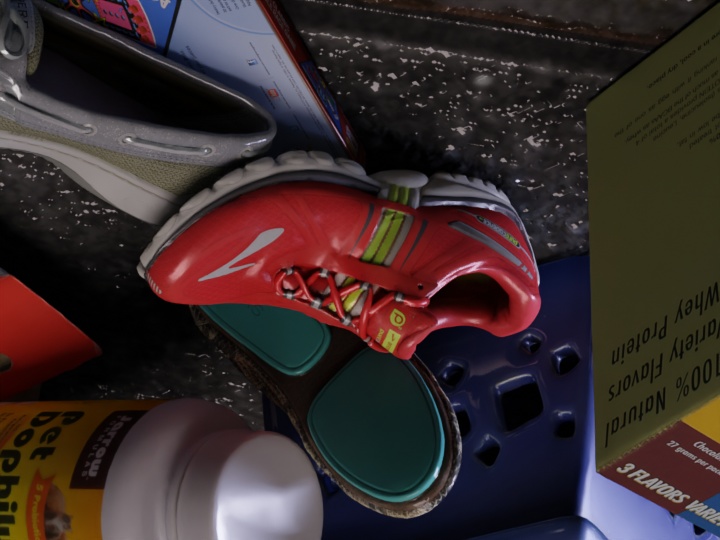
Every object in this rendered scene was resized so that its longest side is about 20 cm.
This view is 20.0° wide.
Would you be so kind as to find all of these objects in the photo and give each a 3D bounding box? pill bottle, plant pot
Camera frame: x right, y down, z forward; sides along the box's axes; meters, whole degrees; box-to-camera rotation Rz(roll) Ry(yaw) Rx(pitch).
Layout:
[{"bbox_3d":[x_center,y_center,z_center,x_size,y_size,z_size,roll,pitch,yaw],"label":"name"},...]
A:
[{"bbox_3d":[-0.117,0.117,0.988,0.199,0.110,0.109,-4,144,40],"label":"pill bottle"},{"bbox_3d":[0.073,0.137,1.037,0.199,0.180,0.200,-18,135,24],"label":"plant pot"}]

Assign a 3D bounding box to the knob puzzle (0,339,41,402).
[{"bbox_3d":[-0.258,0.056,1.082,0.218,0.031,0.220,3,140,2],"label":"knob puzzle"}]

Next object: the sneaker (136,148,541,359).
[{"bbox_3d":[0.000,0.000,0.910,0.199,0.085,0.077,-2,144,-31],"label":"sneaker"}]

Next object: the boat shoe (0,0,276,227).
[{"bbox_3d":[-0.126,-0.084,0.846,0.202,0.075,0.065,30,126,-35],"label":"boat shoe"}]

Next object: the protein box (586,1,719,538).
[{"bbox_3d":[0.207,-0.016,0.826,0.135,0.201,0.198,29,134,-27],"label":"protein box"}]

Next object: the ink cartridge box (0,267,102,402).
[{"bbox_3d":[-0.251,0.029,0.989,0.162,0.050,0.200,-25,129,31],"label":"ink cartridge box"}]

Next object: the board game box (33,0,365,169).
[{"bbox_3d":[-0.082,-0.098,0.891,0.102,0.020,0.200,-13,138,18],"label":"board game box"}]

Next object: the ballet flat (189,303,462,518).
[{"bbox_3d":[-0.008,0.057,0.965,0.068,0.200,0.075,-45,140,-5],"label":"ballet flat"}]
